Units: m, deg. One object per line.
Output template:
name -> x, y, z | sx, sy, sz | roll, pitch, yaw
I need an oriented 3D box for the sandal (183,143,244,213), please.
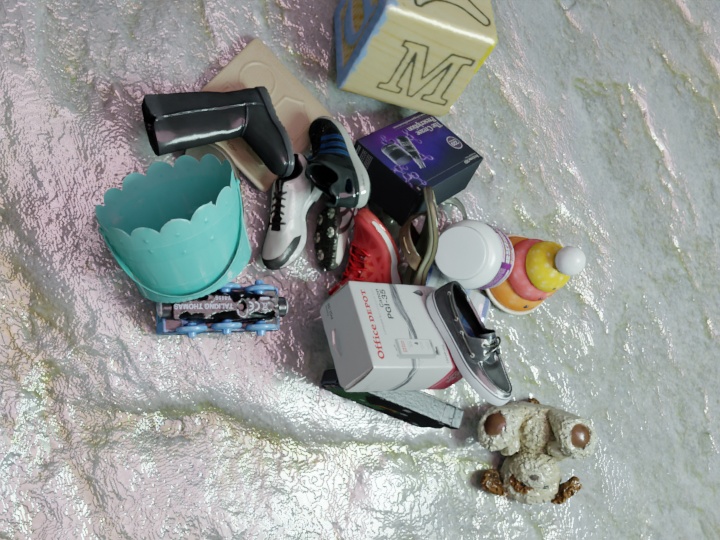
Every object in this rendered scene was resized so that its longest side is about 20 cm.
sandal -> -0.224, -0.106, 1.419 | 0.081, 0.055, 0.201 | -10, 91, 0

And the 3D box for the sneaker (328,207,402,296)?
sneaker -> 0.000, 0.000, 1.461 | 0.115, 0.078, 0.201 | -34, 134, -14

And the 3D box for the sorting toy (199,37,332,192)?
sorting toy -> -0.166, -0.253, 1.493 | 0.185, 0.036, 0.200 | 45, 63, -12

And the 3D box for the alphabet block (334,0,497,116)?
alphabet block -> 0.084, -0.402, 1.507 | 0.199, 0.196, 0.196 | 12, 56, -21

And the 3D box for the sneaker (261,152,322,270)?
sneaker -> -0.121, -0.097, 1.455 | 0.080, 0.073, 0.201 | 43, 56, -49

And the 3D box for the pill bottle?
pill bottle -> 0.183, -0.025, 1.492 | 0.112, 0.200, 0.113 | 0, 89, 18

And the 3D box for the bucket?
bucket -> -0.258, -0.059, 1.304 | 0.207, 0.207, 0.135 | -35, 127, -24

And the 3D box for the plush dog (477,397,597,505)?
plush dog -> 0.293, 0.318, 1.574 | 0.199, 0.160, 0.173 | 6, 94, 5

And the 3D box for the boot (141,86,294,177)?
boot -> -0.216, -0.202, 1.386 | 0.199, 0.066, 0.165 | -11, 63, -32

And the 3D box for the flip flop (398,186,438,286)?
flip flop -> 0.084, -0.040, 1.422 | 0.057, 0.201, 0.081 | 7, 43, -6

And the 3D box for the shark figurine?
shark figurine -> 0.085, -0.106, 1.561 | 0.214, 0.089, 0.129 | -28, 127, -17

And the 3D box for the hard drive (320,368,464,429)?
hard drive -> 0.049, 0.204, 1.461 | 0.199, 0.140, 0.038 | 23, 73, -19

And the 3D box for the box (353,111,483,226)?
box -> 0.088, -0.173, 1.506 | 0.141, 0.079, 0.200 | 44, 43, 13

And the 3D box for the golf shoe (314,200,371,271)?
golf shoe -> -0.023, -0.095, 1.509 | 0.088, 0.077, 0.201 | 12, 78, -27

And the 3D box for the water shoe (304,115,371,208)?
water shoe -> -0.052, -0.175, 1.426 | 0.078, 0.072, 0.200 | -6, 44, -28

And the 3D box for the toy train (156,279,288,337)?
toy train -> -0.212, 0.058, 1.379 | 0.199, 0.114, 0.087 | 0, 83, -24

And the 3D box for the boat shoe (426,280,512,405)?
boat shoe -> 0.175, 0.104, 1.369 | 0.070, 0.066, 0.201 | -14, 69, -46

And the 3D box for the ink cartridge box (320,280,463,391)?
ink cartridge box -> 0.055, 0.101, 1.383 | 0.199, 0.083, 0.147 | 4, 58, -38

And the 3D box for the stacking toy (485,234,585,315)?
stacking toy -> 0.312, -0.004, 1.576 | 0.145, 0.200, 0.147 | 4, 81, -23

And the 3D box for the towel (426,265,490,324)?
towel -> 0.142, 0.079, 1.554 | 0.200, 0.024, 0.148 | 30, 70, -36
